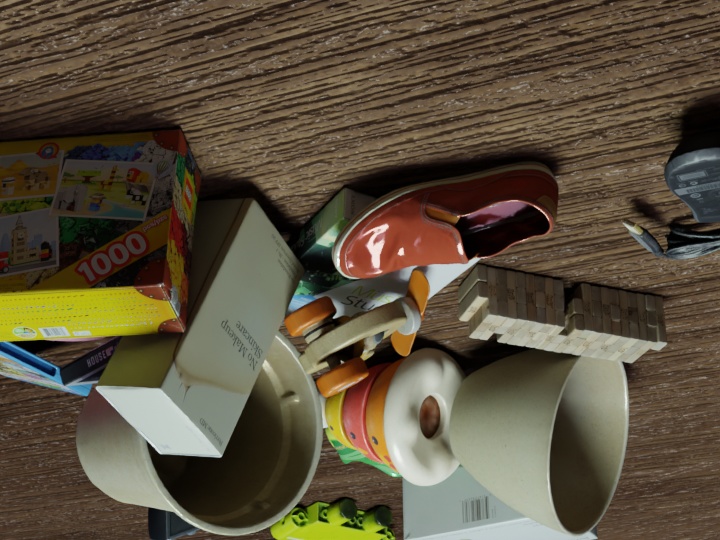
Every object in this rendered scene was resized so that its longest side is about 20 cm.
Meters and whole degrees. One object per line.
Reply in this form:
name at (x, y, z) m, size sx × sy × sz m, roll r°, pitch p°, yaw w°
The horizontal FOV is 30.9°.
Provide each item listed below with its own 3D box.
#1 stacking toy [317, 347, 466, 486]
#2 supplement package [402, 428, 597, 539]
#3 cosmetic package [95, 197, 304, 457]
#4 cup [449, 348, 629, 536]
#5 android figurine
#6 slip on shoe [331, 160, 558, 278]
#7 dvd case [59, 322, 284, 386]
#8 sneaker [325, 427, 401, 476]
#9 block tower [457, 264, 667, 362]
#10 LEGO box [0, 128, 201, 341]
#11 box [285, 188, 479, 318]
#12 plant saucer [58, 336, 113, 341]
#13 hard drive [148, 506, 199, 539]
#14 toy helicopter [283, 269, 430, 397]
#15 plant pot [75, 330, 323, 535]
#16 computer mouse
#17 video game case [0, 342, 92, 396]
stacking toy at (0.012, 0.158, 1.438) m, size 0.200 × 0.147 × 0.146 m, roll -2°, pitch 156°, yaw 41°
supplement package at (0.161, 0.243, 1.529) m, size 0.200 × 0.156 × 0.111 m, roll -17°, pitch 148°, yaw 28°
cosmetic package at (-0.130, 0.046, 1.101) m, size 0.073 × 0.200 × 0.104 m, roll -2°, pitch 141°, yaw 32°
cup at (0.179, 0.166, 1.373) m, size 0.143 × 0.201 × 0.200 m, roll 7°, pitch 159°, yaw 34°
android figurine at (-0.044, 0.385, 1.919) m, size 0.182 × 0.041 × 0.200 m, roll 18°, pitch 145°, yaw -30°
slip on shoe at (0.070, -0.034, 1.084) m, size 0.199 × 0.061 × 0.074 m, roll -16°, pitch 131°, yaw 10°
dvd case at (-0.186, 0.073, 1.308) m, size 0.150 × 0.025 × 0.200 m, roll -2°, pitch 160°, yaw -47°
sneaker at (0.061, 0.193, 1.512) m, size 0.199 × 0.074 × 0.084 m, roll 0°, pitch 126°, yaw 18°
block tower at (0.197, 0.045, 1.271) m, size 0.199 × 0.054 × 0.058 m, roll 9°, pitch 151°, yaw -15°
LEGO box at (-0.237, -0.027, 1.046) m, size 0.199 × 0.149 × 0.077 m, roll -4°, pitch 149°, yaw 7°
box at (0.000, 0.000, 1.211) m, size 0.144 × 0.036 × 0.200 m, roll 15°, pitch 147°, yaw -25°
plant saucer at (-0.285, 0.002, 1.206) m, size 0.200 × 0.051 × 0.201 m, roll 0°, pitch 152°, yaw 0°
hard drive at (-0.162, 0.247, 1.384) m, size 0.135 × 0.042 × 0.200 m, roll -18°, pitch 175°, yaw -15°
toy helicopter at (0.003, 0.061, 1.213) m, size 0.132 × 0.079 × 0.200 m, roll -28°, pitch 171°, yaw -9°
plant pot at (-0.169, 0.150, 1.235) m, size 0.200 × 0.201 × 0.183 m, roll 23°, pitch 157°, yaw -35°
computer mouse at (0.279, -0.066, 1.084) m, size 0.140 × 0.046 × 0.200 m, roll -12°, pitch 154°, yaw 31°
video game case at (-0.389, 0.077, 1.328) m, size 0.143 × 0.018 × 0.200 m, roll 7°, pitch 160°, yaw 38°
